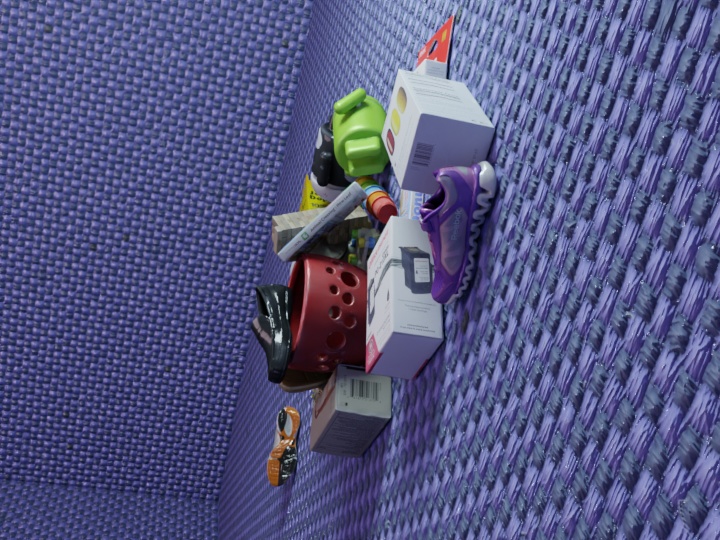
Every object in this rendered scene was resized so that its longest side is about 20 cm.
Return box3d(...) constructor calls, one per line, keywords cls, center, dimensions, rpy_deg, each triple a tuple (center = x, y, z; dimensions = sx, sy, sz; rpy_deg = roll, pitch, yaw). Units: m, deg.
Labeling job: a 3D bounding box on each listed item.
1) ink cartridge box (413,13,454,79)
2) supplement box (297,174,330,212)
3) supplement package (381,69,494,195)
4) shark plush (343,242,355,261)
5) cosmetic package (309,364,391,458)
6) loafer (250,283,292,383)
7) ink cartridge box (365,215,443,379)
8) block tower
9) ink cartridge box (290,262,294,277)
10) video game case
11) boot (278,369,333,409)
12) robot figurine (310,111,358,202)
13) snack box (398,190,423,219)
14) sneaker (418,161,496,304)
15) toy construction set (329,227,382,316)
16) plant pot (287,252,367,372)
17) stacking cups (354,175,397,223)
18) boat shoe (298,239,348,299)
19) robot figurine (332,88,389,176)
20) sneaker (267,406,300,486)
box3d(cls="ink cartridge box", center=(0.102, -0.325, 1.570), dimensions=(0.200, 0.044, 0.180), rpy_deg=(158, 119, -76))
box3d(cls="supplement box", center=(-0.083, -0.121, 2.131), dimensions=(0.201, 0.107, 0.111), rpy_deg=(-100, 22, -55))
box3d(cls="supplement package", center=(0.105, -0.197, 1.311), dimensions=(0.201, 0.108, 0.115), rpy_deg=(-104, 26, -61))
box3d(cls="shark plush", center=(-0.022, -0.090, 1.869), dimensions=(0.091, 0.082, 0.203), rpy_deg=(100, 175, -66))
box3d(cls="cosmetic package", center=(-0.019, 0.250, 1.603), dimensions=(0.201, 0.102, 0.089), rpy_deg=(120, 157, -55))
box3d(cls="loafer", center=(-0.152, 0.104, 1.543), dimensions=(0.203, 0.069, 0.069), rpy_deg=(-95, 20, -44))
box3d(cls="ink cartridge box", center=(0.064, 0.041, 1.394), dimensions=(0.145, 0.083, 0.203), rpy_deg=(118, 157, -56))
box3d(cls="block tower", center=(-0.078, -0.083, 1.759), dimensions=(0.058, 0.197, 0.055), rpy_deg=(50, 144, 47))
box3d(cls="ink cartridge box", center=(-0.069, 0.051, 1.865), dimensions=(0.084, 0.144, 0.202), rpy_deg=(112, 161, -45))
box3d(cls="video game case", center=(-0.063, -0.083, 1.626), dimensions=(0.182, 0.022, 0.200), rpy_deg=(-43, -1, 3))
box3d(cls="boot", center=(-0.075, 0.216, 1.709), dimensions=(0.072, 0.198, 0.156), rpy_deg=(50, 141, 31))
box3d(cls="robot figurine", center=(-0.039, -0.245, 1.991), dimensions=(0.125, 0.148, 0.203), rpy_deg=(-127, 44, -51))
box3d(cls="snack box", center=(0.085, -0.111, 1.544), dimensions=(0.072, 0.024, 0.204), rpy_deg=(138, 139, -70))
box3d(cls="sneaker", center=(0.115, -0.053, 1.222), dimensions=(0.081, 0.087, 0.203), rpy_deg=(-113, 32, -65))
box3d(cls="toy construction set", center=(0.000, 0.000, 1.737), dimensions=(0.132, 0.091, 0.201), rpy_deg=(-96, 29, -48))
box3d(cls="plant pot", center=(-0.035, 0.081, 1.598), dimensions=(0.200, 0.179, 0.204), rpy_deg=(-171, 90, -78))
box3d(cls="stacking cups", center=(0.026, -0.135, 1.749), dimensions=(0.200, 0.059, 0.062), rpy_deg=(-122, 42, -72))
box3d(cls="boat shoe", center=(-0.083, -0.002, 1.767), dimensions=(0.201, 0.066, 0.057), rpy_deg=(-58, -10, -40))
box3d(cls="robot figurine", center=(0.002, -0.271, 1.823), dimensions=(0.202, 0.114, 0.177), rpy_deg=(-95, -6, -48))
box3d(cls="sneaker", center=(-0.197, 0.464, 2.381), dimensions=(0.092, 0.074, 0.203), rpy_deg=(110, 172, -69))
